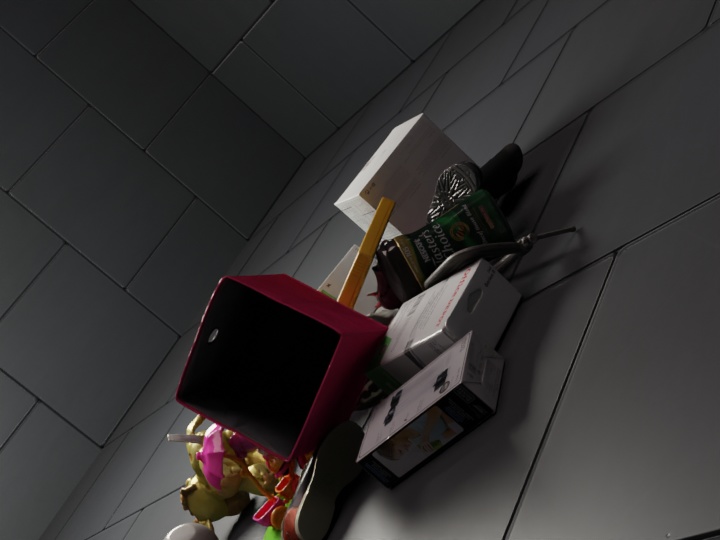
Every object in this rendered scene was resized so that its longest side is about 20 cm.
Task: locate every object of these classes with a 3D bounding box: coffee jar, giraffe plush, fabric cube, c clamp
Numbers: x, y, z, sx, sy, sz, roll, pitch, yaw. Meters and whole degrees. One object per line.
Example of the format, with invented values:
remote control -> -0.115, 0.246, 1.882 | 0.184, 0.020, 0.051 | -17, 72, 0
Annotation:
coffee jar -> 0.126, -0.033, 1.709 | 0.199, 0.105, 0.085 | -30, -12, -1
giraffe plush -> -0.232, 0.353, 1.878 | 0.173, 0.199, 0.163 | -81, 5, -62
fabric cube -> -0.108, 0.129, 1.614 | 0.197, 0.199, 0.199 | -67, -17, 9
c clamp -> 0.186, -0.008, 1.606 | 0.170, 0.027, 0.200 | -7, -18, -26

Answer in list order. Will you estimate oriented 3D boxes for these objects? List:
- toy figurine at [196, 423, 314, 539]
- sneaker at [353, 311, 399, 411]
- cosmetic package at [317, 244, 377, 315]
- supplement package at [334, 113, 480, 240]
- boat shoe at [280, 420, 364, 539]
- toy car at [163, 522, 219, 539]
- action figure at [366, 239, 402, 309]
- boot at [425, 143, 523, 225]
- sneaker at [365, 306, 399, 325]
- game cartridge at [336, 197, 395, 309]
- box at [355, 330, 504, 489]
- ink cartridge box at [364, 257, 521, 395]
toy figurine -> -0.144, 0.281, 1.663 | 0.200, 0.184, 0.150 | -52, 13, -18
sneaker -> 0.032, 0.142, 1.751 | 0.200, 0.077, 0.089 | -45, 6, -20
cosmetic package -> -0.026, 0.058, 2.018 | 0.200, 0.107, 0.085 | -54, -3, -46
supplement package -> 0.102, -0.130, 2.002 | 0.191, 0.200, 0.147 | -52, 12, -14
boat shoe -> -0.053, 0.297, 1.578 | 0.063, 0.071, 0.200 | -38, 21, 51
toy car -> -0.191, 0.439, 1.485 | 0.149, 0.176, 0.200 | -6, 29, 17
action figure -> 0.089, 0.027, 1.863 | 0.200, 0.134, 0.150 | -35, 45, 39
boot -> 0.203, -0.152, 1.837 | 0.200, 0.066, 0.165 | -32, -16, -36
sneaker -> 0.023, 0.091, 1.889 | 0.073, 0.085, 0.200 | -47, 11, 15
game cartridge -> 0.000, 0.000, 1.805 | 0.177, 0.032, 0.200 | -67, 1, -52
box -> 0.089, 0.179, 1.448 | 0.200, 0.060, 0.117 | -42, 15, 30
ink cartridge box -> 0.113, 0.088, 1.575 | 0.200, 0.084, 0.146 | -34, 19, 52
